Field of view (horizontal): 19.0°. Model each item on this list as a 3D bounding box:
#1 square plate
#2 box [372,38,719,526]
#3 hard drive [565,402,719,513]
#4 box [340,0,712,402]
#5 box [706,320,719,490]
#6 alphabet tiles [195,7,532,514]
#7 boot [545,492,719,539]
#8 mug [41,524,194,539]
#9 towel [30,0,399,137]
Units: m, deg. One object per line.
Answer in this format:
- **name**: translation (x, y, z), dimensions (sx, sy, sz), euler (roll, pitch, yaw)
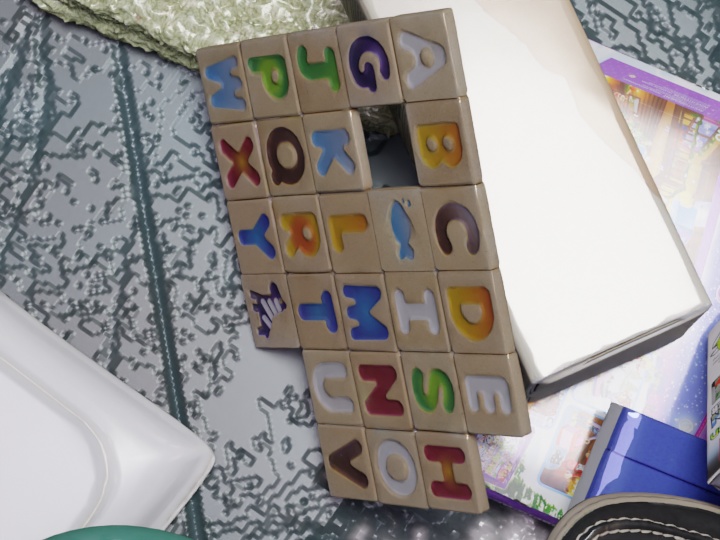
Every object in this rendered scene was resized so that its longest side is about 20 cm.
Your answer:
- **square plate**: translation (-0.199, 0.098, 0.926), dimensions (0.200, 0.028, 0.198), euler (36, 83, 5)
- **box**: translation (0.105, 0.011, 0.934), dimensions (0.137, 0.039, 0.200), euler (23, 83, 3)
- **hard drive**: translation (0.125, 0.171, 0.889), dimensions (0.132, 0.025, 0.200), euler (23, 89, -16)
- **box**: translation (0.062, -0.053, 0.877), dimensions (0.078, 0.095, 0.200), euler (-24, 83, -3)
- **box**: translation (0.228, 0.096, 0.866), dimensions (0.200, 0.110, 0.035), euler (34, 120, -10)
- **alphabet tiles**: translation (0.000, 0.000, 0.879), dimensions (0.008, 0.167, 0.200), euler (-17, 100, -37)
- **boot**: translation (0.169, 0.150, 0.777), dimensions (0.200, 0.151, 0.073), euler (30, 92, -11)
- **mug**: translation (-0.090, 0.190, 0.864), dimensions (0.152, 0.114, 0.185), euler (-13, 120, 13)
- **towel**: translation (-0.048, -0.155, 0.958), dimensions (0.200, 0.036, 0.149), euler (24, 83, 3)
